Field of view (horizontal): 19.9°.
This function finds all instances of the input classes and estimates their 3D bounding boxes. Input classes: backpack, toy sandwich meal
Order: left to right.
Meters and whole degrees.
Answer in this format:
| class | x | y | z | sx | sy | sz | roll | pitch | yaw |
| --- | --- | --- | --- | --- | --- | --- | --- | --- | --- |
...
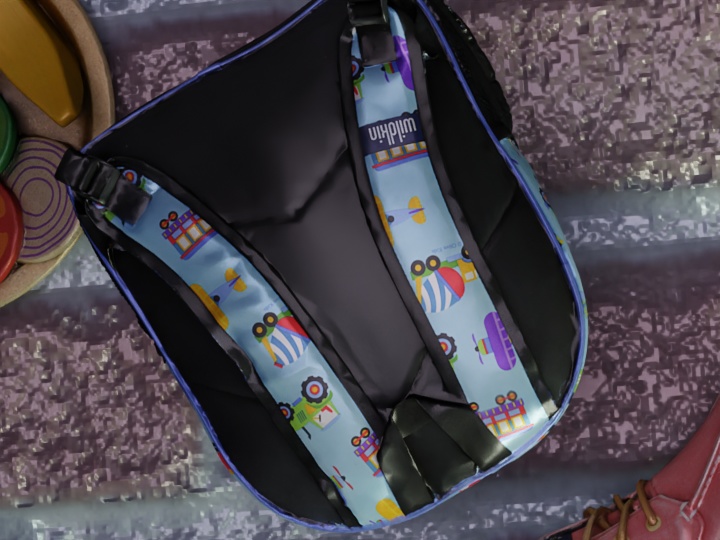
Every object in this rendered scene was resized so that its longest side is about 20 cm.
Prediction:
| class | x | y | z | sx | sy | sz | roll | pitch | yaw |
| --- | --- | --- | --- | --- | --- | --- | --- | --- | --- |
| toy sandwich meal | -0.209 | -0.074 | 0.927 | 0.204 | 0.070 | 0.206 | 0 | 89 | 9 |
| backpack | 0.000 | 0.000 | 0.859 | 0.182 | 0.135 | 0.200 | -32 | 84 | 7 |

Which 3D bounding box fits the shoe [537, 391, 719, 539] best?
| class | x | y | z | sx | sy | sz | roll | pitch | yaw |
| --- | --- | --- | --- | --- | --- | --- | --- | --- | --- |
| shoe | 0.119 | 0.117 | 0.868 | 0.091 | 0.071 | 0.201 | 17 | 96 | 4 |
